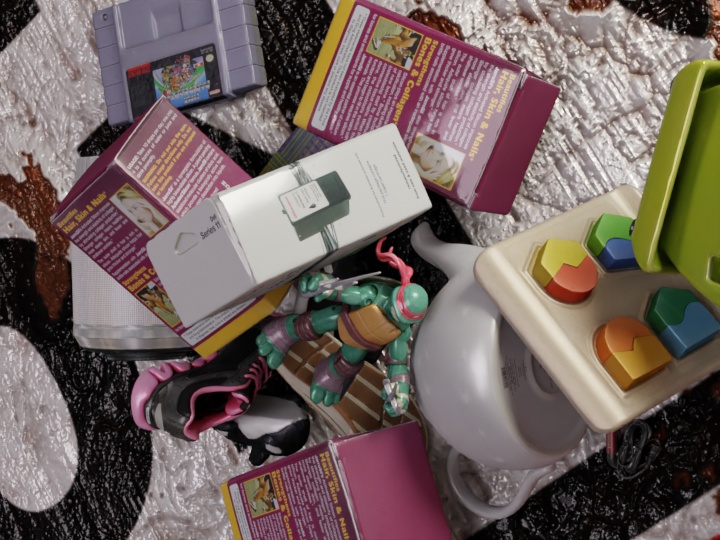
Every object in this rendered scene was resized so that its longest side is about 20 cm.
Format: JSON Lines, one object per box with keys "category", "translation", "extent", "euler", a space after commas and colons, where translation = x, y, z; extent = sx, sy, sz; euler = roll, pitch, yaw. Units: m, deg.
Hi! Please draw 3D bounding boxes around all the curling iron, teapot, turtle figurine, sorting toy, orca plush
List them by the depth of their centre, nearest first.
{"category": "sorting toy", "translation": [0.218, 0.023, 1.325], "extent": [0.186, 0.199, 0.037], "euler": [53, 144, 17]}
{"category": "turtle figurine", "translation": [0.001, 0.054, 1.363], "extent": [0.150, 0.101, 0.199], "euler": [54, 141, -7]}
{"category": "teapot", "translation": [0.112, 0.088, 1.399], "extent": [0.145, 0.197, 0.202], "euler": [-7, 50, 42]}
{"category": "curling iron", "translation": [0.237, 0.084, 1.409], "extent": [0.049, 0.026, 0.203], "euler": [-6, 85, 10]}
{"category": "orca plush", "translation": [-0.123, 0.167, 1.589], "extent": [0.198, 0.105, 0.072], "euler": [3, 104, 33]}

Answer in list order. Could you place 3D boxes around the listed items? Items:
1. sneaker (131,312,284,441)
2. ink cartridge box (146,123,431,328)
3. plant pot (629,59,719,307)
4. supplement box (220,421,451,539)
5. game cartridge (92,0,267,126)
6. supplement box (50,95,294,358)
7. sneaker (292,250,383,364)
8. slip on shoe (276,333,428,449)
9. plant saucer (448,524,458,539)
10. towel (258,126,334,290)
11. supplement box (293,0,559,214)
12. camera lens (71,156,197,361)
{"category": "sneaker", "translation": [-0.122, 0.109, 1.530], "extent": [0.095, 0.199, 0.080], "euler": [19, 129, 44]}
{"category": "ink cartridge box", "translation": [-0.062, -0.037, 1.335], "extent": [0.146, 0.199, 0.084], "euler": [-29, 86, 55]}
{"category": "plant pot", "translation": [0.335, -0.061, 1.247], "extent": [0.180, 0.199, 0.202], "euler": [21, 104, 34]}
{"category": "supplement box", "translation": [-0.024, 0.226, 1.427], "extent": [0.199, 0.102, 0.133], "euler": [-26, 77, 51]}
{"category": "game cartridge", "translation": [-0.192, -0.231, 1.646], "extent": [0.198, 0.038, 0.132], "euler": [-11, 83, 31]}
{"category": "supplement box", "translation": [-0.162, -0.036, 1.445], "extent": [0.200, 0.104, 0.130], "euler": [43, 138, -14]}
{"category": "sneaker", "translation": [0.000, 0.000, 1.508], "extent": [0.110, 0.073, 0.202], "euler": [14, 117, 8]}
{"category": "slip on shoe", "translation": [-0.016, 0.118, 1.504], "extent": [0.076, 0.199, 0.060], "euler": [-55, 22, -12]}
{"category": "plant saucer", "translation": [0.031, 0.307, 1.528], "extent": [0.198, 0.050, 0.203], "euler": [2, 93, 30]}
{"category": "towel", "translation": [-0.033, -0.077, 1.563], "extent": [0.144, 0.023, 0.201], "euler": [48, 114, 21]}
{"category": "supplement box", "translation": [0.060, -0.152, 1.432], "extent": [0.199, 0.103, 0.132], "euler": [28, 100, 24]}
{"category": "camera lens", "translation": [-0.214, -0.014, 1.595], "extent": [0.158, 0.159, 0.203], "euler": [0, 93, 31]}
